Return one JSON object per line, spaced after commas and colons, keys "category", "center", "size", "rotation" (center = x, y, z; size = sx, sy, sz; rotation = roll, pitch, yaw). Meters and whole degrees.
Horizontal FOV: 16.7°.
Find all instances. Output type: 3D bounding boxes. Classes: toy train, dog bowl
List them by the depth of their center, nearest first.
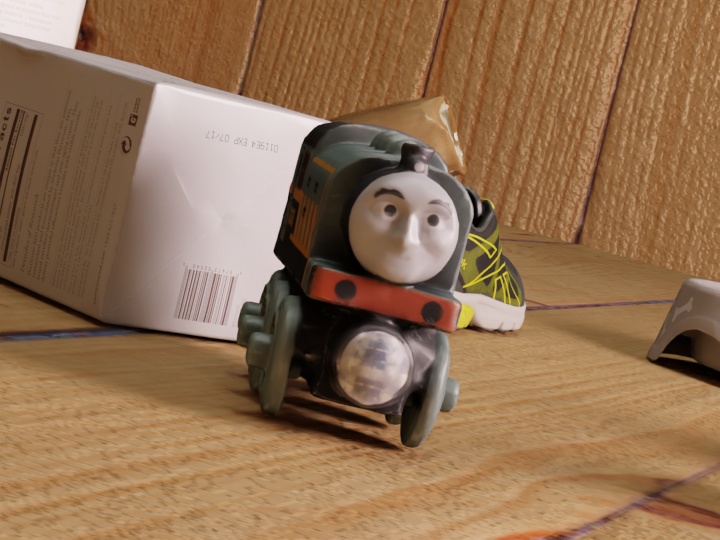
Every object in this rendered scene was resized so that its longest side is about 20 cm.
{"category": "toy train", "center": [0.000, 0.000, 0.979], "size": [0.085, 0.115, 0.200], "rotation": [13, 4, -6]}
{"category": "dog bowl", "center": [0.293, 0.054, 1.624], "size": [0.199, 0.059, 0.200], "rotation": [14, 5, -1]}

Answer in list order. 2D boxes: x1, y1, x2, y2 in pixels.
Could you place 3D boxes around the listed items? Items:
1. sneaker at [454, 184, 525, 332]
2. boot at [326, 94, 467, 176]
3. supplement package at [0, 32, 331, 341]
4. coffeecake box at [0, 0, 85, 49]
{"category": "sneaker", "center": [0.066, -0.010, 1.518], "size": [0.074, 0.085, 0.200], "rotation": [17, 6, 15]}
{"category": "boot", "center": [-0.043, -0.064, 1.444], "size": [0.198, 0.067, 0.175], "rotation": [-12, 1, 6]}
{"category": "supplement package", "center": [-0.123, -0.044, 1.177], "size": [0.113, 0.110, 0.199], "rotation": [10, 6, -40]}
{"category": "coffeecake box", "center": [-0.224, -0.129, 1.329], "size": [0.073, 0.202, 0.153], "rotation": [10, 6, -40]}
